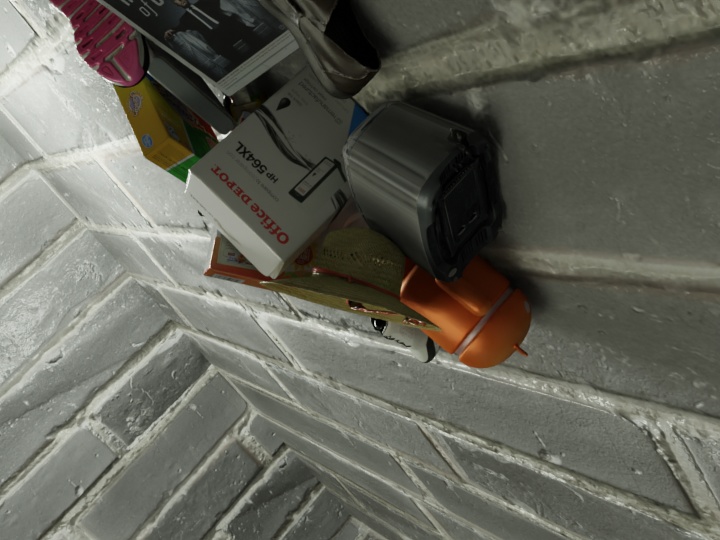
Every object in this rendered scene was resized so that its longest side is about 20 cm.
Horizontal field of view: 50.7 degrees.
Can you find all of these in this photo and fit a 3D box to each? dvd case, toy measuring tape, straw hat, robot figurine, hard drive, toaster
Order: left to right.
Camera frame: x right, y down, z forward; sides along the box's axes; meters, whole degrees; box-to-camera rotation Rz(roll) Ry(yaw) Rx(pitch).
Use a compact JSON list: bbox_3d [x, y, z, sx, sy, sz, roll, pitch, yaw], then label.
[{"bbox_3d":[-0.239,-0.258,0.961,0.132,0.026,0.200,39,-171,-44],"label":"hard drive"},{"bbox_3d":[-0.163,-0.268,0.759,0.150,0.025,0.200,-20,140,41],"label":"dvd case"},{"bbox_3d":[-0.144,-0.222,0.971,0.073,0.074,0.200,27,149,36],"label":"toy measuring tape"},{"bbox_3d":[0.000,0.000,0.814,0.200,0.085,0.201,15,174,2],"label":"straw hat"},{"bbox_3d":[0.063,-0.088,0.783,0.129,0.114,0.200,33,162,32],"label":"toaster"},{"bbox_3d":[0.122,0.037,0.918,0.200,0.117,0.144,40,138,11],"label":"robot figurine"}]

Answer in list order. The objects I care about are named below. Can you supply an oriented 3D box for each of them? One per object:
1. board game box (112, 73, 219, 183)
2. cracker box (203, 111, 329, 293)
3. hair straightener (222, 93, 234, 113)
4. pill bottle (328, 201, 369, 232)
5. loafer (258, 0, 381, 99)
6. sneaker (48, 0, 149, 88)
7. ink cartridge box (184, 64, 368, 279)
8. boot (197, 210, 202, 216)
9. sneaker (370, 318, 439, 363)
[{"bbox_3d":[-0.242,-0.192,0.967,0.200,0.040,0.153,60,-167,28],"label":"board game box"},{"bbox_3d":[-0.105,-0.078,0.933,0.133,0.201,0.058,14,167,-18],"label":"cracker box"},{"bbox_3d":[-0.189,-0.245,1.025,0.077,0.041,0.200,35,166,38],"label":"hair straightener"},{"bbox_3d":[-0.043,-0.041,1.068,0.111,0.111,0.200,50,157,-18],"label":"pill bottle"},{"bbox_3d":[-0.040,-0.260,0.719,0.071,0.073,0.200,-6,132,48],"label":"loafer"},{"bbox_3d":[-0.281,-0.266,0.857,0.200,0.074,0.087,50,-177,28],"label":"sneaker"},{"bbox_3d":[-0.079,-0.113,0.868,0.146,0.200,0.084,44,159,-3],"label":"ink cartridge box"},{"bbox_3d":[-0.187,-0.090,1.194,0.130,0.068,0.200,11,172,-9],"label":"boot"},{"bbox_3d":[0.057,0.082,1.171,0.074,0.080,0.200,17,148,47],"label":"sneaker"}]
